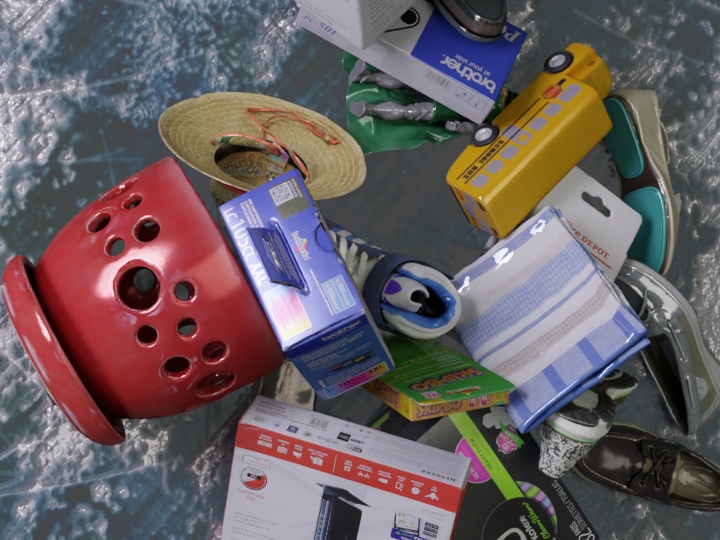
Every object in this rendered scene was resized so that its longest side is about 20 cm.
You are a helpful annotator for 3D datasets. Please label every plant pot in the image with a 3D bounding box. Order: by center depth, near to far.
[{"bbox_3d":[-0.185,0.032,1.184,0.182,0.200,0.201,-29,100,-4],"label":"plant pot"}]

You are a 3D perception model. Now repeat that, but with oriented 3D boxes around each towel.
[{"bbox_3d":[0.159,0.039,1.279,0.147,0.200,0.024,-37,132,7],"label":"towel"}]

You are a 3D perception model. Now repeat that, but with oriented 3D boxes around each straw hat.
[{"bbox_3d":[-0.092,-0.078,1.264,0.200,0.201,0.085,5,122,-22],"label":"straw hat"}]

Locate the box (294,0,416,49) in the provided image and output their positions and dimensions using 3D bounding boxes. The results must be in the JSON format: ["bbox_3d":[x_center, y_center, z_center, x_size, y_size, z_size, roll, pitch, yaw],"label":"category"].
[{"bbox_3d":[-0.008,-0.342,1.252,0.199,0.131,0.200,39,72,20],"label":"box"}]

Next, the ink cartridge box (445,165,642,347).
[{"bbox_3d":[0.181,0.004,1.405,0.116,0.068,0.201,34,77,-20],"label":"ink cartridge box"}]

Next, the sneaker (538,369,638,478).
[{"bbox_3d":[0.199,0.134,1.321,0.077,0.200,0.089,29,111,15],"label":"sneaker"}]

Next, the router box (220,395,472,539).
[{"bbox_3d":[-0.018,0.220,1.239,0.199,0.049,0.180,15,118,9],"label":"router box"}]

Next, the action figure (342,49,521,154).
[{"bbox_3d":[0.083,-0.166,1.378,0.199,0.055,0.119,1,86,-26],"label":"action figure"}]

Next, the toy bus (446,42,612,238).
[{"bbox_3d":[0.171,-0.128,1.365,0.200,0.078,0.065,-45,131,-12],"label":"toy bus"}]

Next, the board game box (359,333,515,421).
[{"bbox_3d":[0.053,0.094,1.280,0.095,0.200,0.030,-8,102,-22],"label":"board game box"}]

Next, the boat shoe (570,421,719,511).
[{"bbox_3d":[0.307,0.201,1.455,0.199,0.065,0.074,14,85,-21],"label":"boat shoe"}]

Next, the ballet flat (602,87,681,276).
[{"bbox_3d":[0.299,-0.092,1.461,0.069,0.069,0.201,-13,94,-22],"label":"ballet flat"}]

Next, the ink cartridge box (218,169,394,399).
[{"bbox_3d":[-0.044,0.011,1.148,0.076,0.200,0.137,-26,69,-2],"label":"ink cartridge box"}]

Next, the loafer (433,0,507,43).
[{"bbox_3d":[0.093,-0.302,1.322,0.072,0.063,0.201,2,52,-26],"label":"loafer"}]

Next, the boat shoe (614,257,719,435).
[{"bbox_3d":[0.309,0.076,1.456,0.065,0.074,0.202,-41,111,-22],"label":"boat shoe"}]

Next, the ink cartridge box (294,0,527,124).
[{"bbox_3d":[0.049,-0.227,1.325,0.199,0.044,0.094,28,60,-4],"label":"ink cartridge box"}]

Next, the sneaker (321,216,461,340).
[{"bbox_3d":[0.000,0.000,1.288,0.200,0.146,0.081,29,79,-20],"label":"sneaker"}]

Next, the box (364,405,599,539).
[{"bbox_3d":[0.097,0.215,1.338,0.148,0.124,0.200,-40,105,-19],"label":"box"}]

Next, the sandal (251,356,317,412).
[{"bbox_3d":[-0.067,0.160,1.306,0.081,0.055,0.201,10,88,-22],"label":"sandal"}]
